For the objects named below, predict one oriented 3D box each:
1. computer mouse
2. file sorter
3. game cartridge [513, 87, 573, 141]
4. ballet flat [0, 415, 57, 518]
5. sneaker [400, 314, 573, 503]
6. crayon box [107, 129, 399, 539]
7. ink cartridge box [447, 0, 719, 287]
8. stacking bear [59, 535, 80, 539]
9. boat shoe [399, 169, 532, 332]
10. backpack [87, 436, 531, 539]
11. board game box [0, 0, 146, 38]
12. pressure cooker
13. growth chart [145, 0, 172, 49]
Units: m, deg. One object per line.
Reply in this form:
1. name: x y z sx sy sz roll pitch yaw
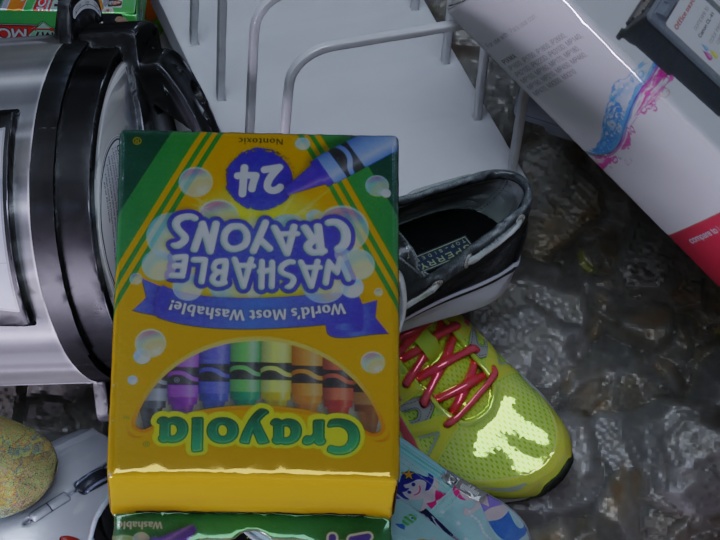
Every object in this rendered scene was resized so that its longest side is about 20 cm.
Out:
1. computer mouse: -0.141 0.117 1.399 0.200 0.044 0.110 -40 73 -15
2. file sorter: -0.010 -0.131 1.414 0.139 0.125 0.200 -11 47 -17
3. game cartridge: 0.171 -0.145 1.431 0.133 0.041 0.200 19 69 4
4. ballet flat: -0.250 0.086 1.378 0.200 0.071 0.071 3 67 16
5. sneaker: 0.023 0.040 1.406 0.200 0.090 0.078 38 72 14
6. crayon box: -0.046 0.037 1.234 0.126 0.052 0.200 1 65 -3
7. ink cartridge box: 0.163 -0.111 1.323 0.200 0.086 0.148 44 63 -12
8. stacking bear: -0.119 0.221 1.261 0.114 0.121 0.200 -9 109 -5
9. boat shoe: 0.002 0.002 1.322 0.199 0.068 0.074 -17 57 -31
10. backpack: -0.027 0.155 1.314 0.200 0.178 0.151 28 46 16
11. board game box: -0.175 -0.183 1.486 0.134 0.029 0.200 2 40 1
12. pressure cooker: -0.158 -0.032 1.374 0.200 0.176 0.179 -2 53 15
13. growth chart: -0.141 -0.112 1.511 0.145 0.018 0.200 19 68 9
